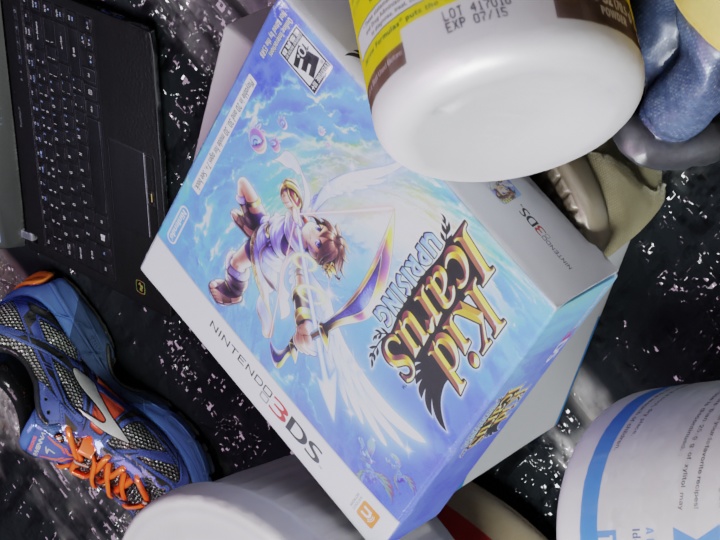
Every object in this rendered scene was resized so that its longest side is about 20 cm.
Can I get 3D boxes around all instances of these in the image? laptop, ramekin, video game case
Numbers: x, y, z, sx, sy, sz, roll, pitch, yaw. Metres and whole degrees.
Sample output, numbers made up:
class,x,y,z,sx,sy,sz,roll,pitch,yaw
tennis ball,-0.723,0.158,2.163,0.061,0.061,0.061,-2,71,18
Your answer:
class,x,y,z,sx,sy,sz,roll,pitch,yaw
laptop,-0.208,-0.065,1.339,0.199,0.103,0.178,24,129,37
ramekin,-0.020,0.182,1.172,0.202,0.094,0.203,25,128,38
video game case,0.000,0.000,1.060,0.181,0.045,0.200,48,139,15

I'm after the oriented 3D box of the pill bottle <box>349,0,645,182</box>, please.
class,x,y,z,sx,sy,sz,roll,pitch,yaw
pill bottle,0.043,-0.145,0.967,0.109,0.109,0.201,-43,50,50

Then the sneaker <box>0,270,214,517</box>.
class,x,y,z,sx,sy,sz,roll,pitch,yaw
sneaker,-0.159,0.095,1.400,0.200,0.078,0.075,47,140,17

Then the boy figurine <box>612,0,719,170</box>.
class,x,y,z,sx,sy,sz,roll,pitch,yaw
boy figurine,0.150,-0.132,0.935,0.125,0.064,0.200,65,144,31

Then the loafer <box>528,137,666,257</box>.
class,x,y,z,sx,sy,sz,roll,pitch,yaw
loafer,0.068,-0.086,1.055,0.076,0.068,0.201,-48,59,47

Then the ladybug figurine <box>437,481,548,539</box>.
class,x,y,z,sx,sy,sz,roll,pitch,yaw
ladybug figurine,0.035,0.170,1.236,0.199,0.072,0.136,17,124,41

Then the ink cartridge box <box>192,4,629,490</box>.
class,x,y,z,sx,sy,sz,roll,pitch,yaw
ink cartridge box,0.016,-0.019,1.135,0.200,0.086,0.147,39,136,23

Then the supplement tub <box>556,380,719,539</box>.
class,x,y,z,sx,sy,sz,roll,pitch,yaw
supplement tub,0.189,0.104,0.982,0.200,0.132,0.133,-13,103,51
